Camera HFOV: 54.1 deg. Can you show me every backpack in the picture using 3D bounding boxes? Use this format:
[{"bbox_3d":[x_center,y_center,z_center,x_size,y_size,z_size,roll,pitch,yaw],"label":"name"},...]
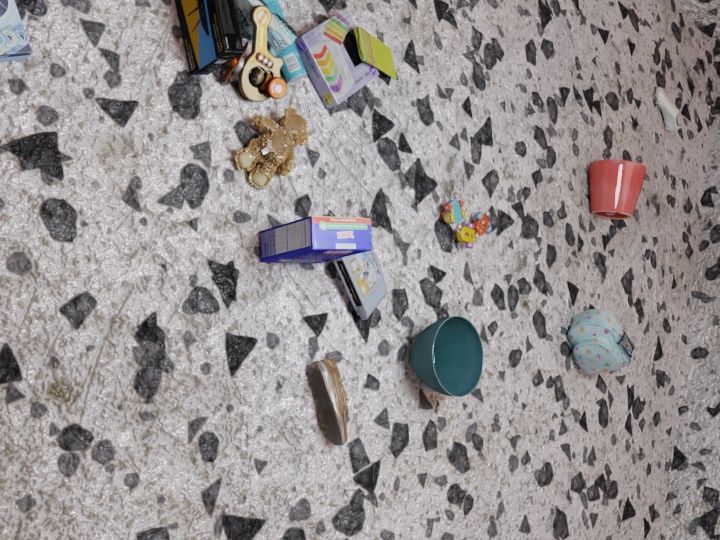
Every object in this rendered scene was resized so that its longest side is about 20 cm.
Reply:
[{"bbox_3d":[0.777,0.234,2.311,0.153,0.175,0.202,-42,107,-41],"label":"backpack"}]

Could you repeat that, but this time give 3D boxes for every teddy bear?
[{"bbox_3d":[-0.200,-0.276,1.580,0.144,0.066,0.202,30,71,-25],"label":"teddy bear"}]

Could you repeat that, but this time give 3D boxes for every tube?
[{"bbox_3d":[-0.187,-0.540,1.636,0.077,0.050,0.202,-28,98,-40],"label":"tube"}]

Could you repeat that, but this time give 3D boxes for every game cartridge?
[{"bbox_3d":[0.000,0.000,1.711,0.133,0.041,0.202,-45,118,-45],"label":"game cartridge"}]

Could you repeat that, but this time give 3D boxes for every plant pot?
[{"bbox_3d":[0.205,0.222,1.818,0.198,0.134,0.204,7,80,-41],"label":"plant pot"},{"bbox_3d":[0.901,-0.283,2.502,0.199,0.199,0.180,11,86,-40],"label":"plant pot"}]

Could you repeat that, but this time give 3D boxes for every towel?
[{"bbox_3d":[0.040,-0.555,1.810,0.199,0.018,0.088,1,79,-64],"label":"towel"}]

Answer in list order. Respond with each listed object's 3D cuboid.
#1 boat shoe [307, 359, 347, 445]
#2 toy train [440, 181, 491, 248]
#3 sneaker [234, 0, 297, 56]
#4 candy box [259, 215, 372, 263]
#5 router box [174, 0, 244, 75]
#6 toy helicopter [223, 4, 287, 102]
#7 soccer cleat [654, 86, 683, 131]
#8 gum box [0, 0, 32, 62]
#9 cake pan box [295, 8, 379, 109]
[{"bbox_3d":[-0.058,0.298,1.612,0.071,0.075,0.203,-17,97,-44],"label":"boat shoe"},{"bbox_3d":[0.294,-0.150,2.011,0.200,0.055,0.152,46,55,-32],"label":"toy train"},{"bbox_3d":[-0.240,-0.561,1.569,0.200,0.086,0.078,42,14,-9],"label":"sneaker"},{"bbox_3d":[-0.099,-0.065,1.540,0.167,0.198,0.078,0,83,-42],"label":"candy box"},{"bbox_3d":[-0.315,-0.522,1.445,0.051,0.148,0.203,-13,92,-42],"label":"router box"},{"bbox_3d":[-0.230,-0.471,1.535,0.130,0.079,0.203,-5,110,-27],"label":"toy helicopter"},{"bbox_3d":[1.310,-0.689,2.991,0.069,0.077,0.202,-37,108,-39],"label":"soccer cleat"},{"bbox_3d":[-0.672,-0.450,1.181,0.169,0.044,0.203,-24,99,-42],"label":"gum box"},{"bbox_3d":[-0.056,-0.526,1.747,0.200,0.052,0.186,-43,115,-38],"label":"cake pan box"}]
